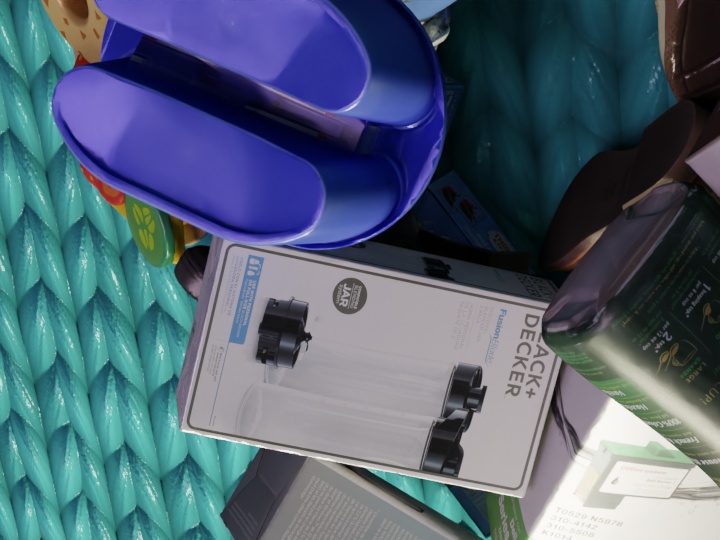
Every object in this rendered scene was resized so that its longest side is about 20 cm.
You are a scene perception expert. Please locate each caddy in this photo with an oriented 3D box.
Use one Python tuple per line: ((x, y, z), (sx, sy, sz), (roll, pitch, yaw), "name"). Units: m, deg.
((-0.055, -0.092, 0.928), (0.200, 0.105, 0.142), (25, 103, 18), "caddy")

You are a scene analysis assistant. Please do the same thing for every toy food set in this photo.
((-0.133, -0.107, 1.081), (0.198, 0.049, 0.201), (39, 139, 46), "toy food set")

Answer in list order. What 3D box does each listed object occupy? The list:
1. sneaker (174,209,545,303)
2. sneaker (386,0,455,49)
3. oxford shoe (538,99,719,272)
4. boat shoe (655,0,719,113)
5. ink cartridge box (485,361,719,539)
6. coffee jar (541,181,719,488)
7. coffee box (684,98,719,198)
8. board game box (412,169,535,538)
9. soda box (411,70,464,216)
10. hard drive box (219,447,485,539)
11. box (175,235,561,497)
((0.000, 0.001, 1.073), (0.199, 0.060, 0.104), (25, 107, -20), "sneaker")
((0.006, -0.094, 1.001), (0.200, 0.080, 0.147), (-10, 99, 45), "sneaker")
((0.158, -0.030, 1.019), (0.071, 0.072, 0.200), (25, 161, -14), "oxford shoe")
((0.179, -0.161, 0.951), (0.071, 0.076, 0.200), (-15, 127, 2), "boat shoe")
((0.173, 0.097, 1.037), (0.146, 0.084, 0.200), (11, 132, -13), "ink cartridge box")
((0.190, 0.058, 0.900), (0.200, 0.104, 0.085), (43, 164, -11), "coffee jar")
((0.264, -0.030, 0.891), (0.200, 0.113, 0.080), (45, 133, -8), "coffee box")
((0.070, 0.056, 1.176), (0.200, 0.037, 0.151), (52, 134, 3), "board game box")
((-0.010, -0.040, 1.129), (0.064, 0.068, 0.200), (43, 124, 39), "soda box")
((0.023, 0.181, 1.139), (0.200, 0.077, 0.156), (32, 177, -11), "hard drive box")
((0.007, 0.046, 1.021), (0.199, 0.060, 0.117), (13, 101, -11), "box")
